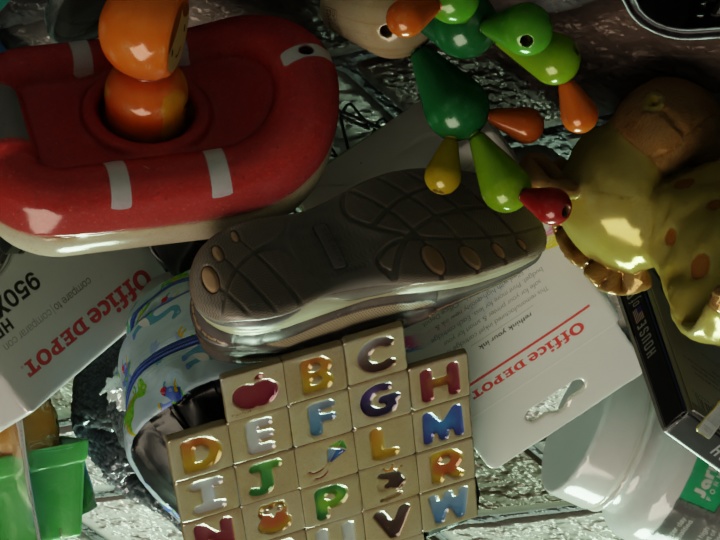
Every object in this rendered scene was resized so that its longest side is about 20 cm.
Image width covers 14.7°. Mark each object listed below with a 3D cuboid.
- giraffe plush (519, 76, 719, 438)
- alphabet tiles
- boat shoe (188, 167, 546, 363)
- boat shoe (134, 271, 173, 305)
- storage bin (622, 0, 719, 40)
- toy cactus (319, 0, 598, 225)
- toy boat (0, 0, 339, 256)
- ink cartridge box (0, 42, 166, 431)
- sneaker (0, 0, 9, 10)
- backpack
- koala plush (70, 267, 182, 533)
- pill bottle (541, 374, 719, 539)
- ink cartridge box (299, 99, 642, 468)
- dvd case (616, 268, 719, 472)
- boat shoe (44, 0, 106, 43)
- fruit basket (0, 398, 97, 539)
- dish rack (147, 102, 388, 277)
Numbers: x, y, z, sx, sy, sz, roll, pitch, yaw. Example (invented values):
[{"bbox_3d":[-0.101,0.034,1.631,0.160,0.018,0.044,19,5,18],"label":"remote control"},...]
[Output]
[{"bbox_3d":[0.179,-0.032,1.477,0.162,0.200,0.173,35,163,29],"label":"giraffe plush"},{"bbox_3d":[-0.018,0.112,1.501,0.166,0.006,0.200,-15,135,-9],"label":"alphabet tiles"},{"bbox_3d":[0.000,0.000,1.463,0.199,0.075,0.073,-10,151,-20],"label":"boat shoe"},{"bbox_3d":[-0.046,0.044,1.650,0.200,0.069,0.057,18,172,-42],"label":"boat shoe"},{"bbox_3d":[0.166,-0.200,1.233,0.135,0.094,0.200,0,147,27],"label":"storage bin"},{"bbox_3d":[0.034,-0.119,1.421,0.165,0.102,0.200,17,139,52],"label":"toy cactus"},{"bbox_3d":[-0.108,-0.094,1.437,0.199,0.131,0.131,-8,137,-16],"label":"toy boat"},{"bbox_3d":[-0.223,-0.021,1.605,0.084,0.145,0.200,-28,101,48],"label":"ink cartridge box"},{"bbox_3d":[-0.252,-0.168,1.514,0.200,0.084,0.121,-7,134,34],"label":"sneaker"},{"bbox_3d":[-0.052,0.085,1.554,0.163,0.154,0.200,-24,152,25],"label":"backpack"},{"bbox_3d":[-0.101,0.058,1.743,0.183,0.178,0.200,26,157,12],"label":"koala plush"},{"bbox_3d":[0.223,0.134,1.763,0.200,0.113,0.113,23,150,-13],"label":"pill bottle"},{"bbox_3d":[0.064,0.005,1.560,0.117,0.067,0.200,-33,125,4],"label":"ink cartridge box"},{"bbox_3d":[0.204,0.055,1.564,0.150,0.200,0.025,35,116,-30],"label":"dvd case"},{"bbox_3d":[-0.097,-0.173,1.438,0.074,0.065,0.202,34,147,-29],"label":"boat shoe"},{"bbox_3d":[-0.226,0.078,1.782,0.093,0.201,0.185,-4,178,-16],"label":"fruit basket"},{"bbox_3d":[-0.005,-0.027,1.593,0.200,0.055,0.154,23,114,-28],"label":"dish rack"}]
